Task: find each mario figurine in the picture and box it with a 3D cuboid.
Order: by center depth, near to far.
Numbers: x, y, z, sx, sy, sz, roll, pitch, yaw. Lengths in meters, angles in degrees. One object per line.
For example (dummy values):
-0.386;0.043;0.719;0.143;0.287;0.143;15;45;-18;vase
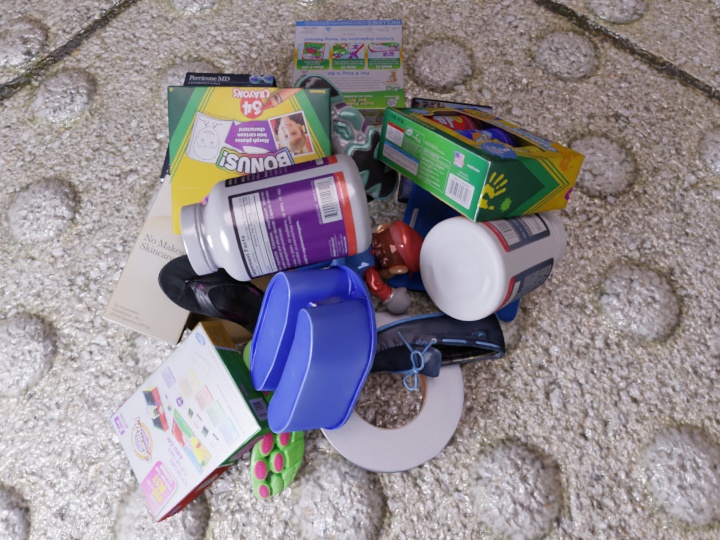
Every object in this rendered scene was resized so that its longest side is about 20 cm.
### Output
0.000;0.000;0.698;0.196;0.106;0.126;-13;102;-11;mario figurine

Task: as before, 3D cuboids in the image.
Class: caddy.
-0.049;0.091;0.588;0.103;0.203;0.142;0;35;-35;caddy

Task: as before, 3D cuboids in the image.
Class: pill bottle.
-0.092;-0.056;0.577;0.196;0.113;0.114;-13;68;-4;pill bottle
0.177;-0.021;0.652;0.198;0.120;0.120;-17;63;-43;pill bottle

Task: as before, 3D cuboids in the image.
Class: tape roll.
0.035;0.160;0.686;0.196;0.066;0.204;0;68;1;tape roll

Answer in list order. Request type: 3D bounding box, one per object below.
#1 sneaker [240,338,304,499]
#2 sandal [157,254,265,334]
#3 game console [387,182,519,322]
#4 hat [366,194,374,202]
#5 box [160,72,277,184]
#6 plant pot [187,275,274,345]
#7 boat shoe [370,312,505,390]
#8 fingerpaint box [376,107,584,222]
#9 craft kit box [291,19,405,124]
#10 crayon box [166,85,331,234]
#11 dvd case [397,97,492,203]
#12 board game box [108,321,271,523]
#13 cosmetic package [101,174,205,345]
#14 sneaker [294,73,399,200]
-0.124;0.191;0.679;0.075;0.083;0.205;0;81;-30;sneaker
-0.163;0.037;0.675;0.198;0.048;0.077;29;78;-26;sandal
0.156;-0.043;0.781;0.168;0.118;0.204;6;71;37;game console
-0.067;-0.130;0.786;0.197;0.082;0.203;17;38;-14;hat
-0.208;-0.196;0.814;0.145;0.107;0.204;2;67;3;box
-0.181;0.015;0.770;0.195;0.028;0.204;-1;68;2;plant pot
0.085;0.095;0.630;0.196;0.085;0.070;-16;56;-3;boat shoe
0.144;-0.145;0.650;0.164;0.075;0.200;-10;36;-31;fingerpaint box
-0.020;-0.351;0.908;0.195;0.049;0.201;0;65;1;craft kit box
-0.134;-0.135;0.649;0.195;0.058;0.177;-1;94;-6;crayon box
0.142;-0.194;0.853;0.140;0.018;0.204;8;69;5;dvd case
-0.214;0.187;0.645;0.200;0.040;0.154;-42;70;16;board game box
-0.255;-0.012;0.701;0.102;0.073;0.204;22;81;-14;cosmetic package
-0.022;-0.192;0.761;0.077;0.140;0.201;-38;102;-1;sneaker
